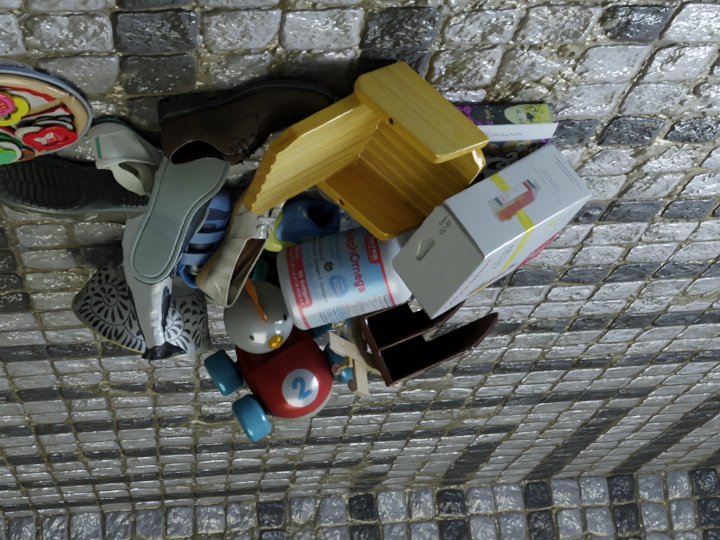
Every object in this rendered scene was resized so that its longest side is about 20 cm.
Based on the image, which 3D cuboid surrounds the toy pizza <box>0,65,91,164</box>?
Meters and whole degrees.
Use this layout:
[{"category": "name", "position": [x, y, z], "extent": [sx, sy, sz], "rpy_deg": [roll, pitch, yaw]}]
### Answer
[{"category": "toy pizza", "position": [-0.389, -0.158, 1.399], "extent": [0.197, 0.032, 0.201], "rpy_deg": [-5, 159, -2]}]

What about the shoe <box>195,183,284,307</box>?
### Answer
[{"category": "shoe", "position": [-0.139, -0.039, 1.643], "extent": [0.070, 0.053, 0.201], "rpy_deg": [-4, 135, -52]}]

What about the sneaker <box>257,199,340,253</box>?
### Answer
[{"category": "sneaker", "position": [-0.055, -0.038, 1.744], "extent": [0.104, 0.077, 0.199], "rpy_deg": [-17, 156, 26]}]

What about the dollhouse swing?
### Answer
[{"category": "dollhouse swing", "position": [0.002, -0.096, 1.428], "extent": [0.181, 0.176, 0.200], "rpy_deg": [41, 148, 3]}]

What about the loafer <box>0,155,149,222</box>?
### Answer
[{"category": "loafer", "position": [-0.341, -0.085, 1.543], "extent": [0.198, 0.076, 0.070], "rpy_deg": [6, 152, -29]}]

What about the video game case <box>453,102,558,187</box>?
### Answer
[{"category": "video game case", "position": [0.124, -0.126, 1.566], "extent": [0.179, 0.036, 0.201], "rpy_deg": [-3, 149, -14]}]

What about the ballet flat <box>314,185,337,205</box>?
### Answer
[{"category": "ballet flat", "position": [0.002, -0.105, 1.639], "extent": [0.067, 0.047, 0.199], "rpy_deg": [-23, 149, 27]}]

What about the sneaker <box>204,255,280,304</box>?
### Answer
[{"category": "sneaker", "position": [-0.132, 0.005, 1.837], "extent": [0.197, 0.085, 0.121], "rpy_deg": [-4, 169, -2]}]

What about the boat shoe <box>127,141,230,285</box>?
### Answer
[{"category": "boat shoe", "position": [-0.207, -0.079, 1.480], "extent": [0.075, 0.201, 0.060], "rpy_deg": [32, 175, -6]}]

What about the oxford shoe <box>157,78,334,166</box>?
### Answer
[{"category": "oxford shoe", "position": [-0.121, -0.153, 1.414], "extent": [0.197, 0.086, 0.073], "rpy_deg": [-12, 157, 12]}]

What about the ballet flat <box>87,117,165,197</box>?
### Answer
[{"category": "ballet flat", "position": [-0.244, -0.112, 1.512], "extent": [0.069, 0.070, 0.199], "rpy_deg": [-16, 157, 26]}]

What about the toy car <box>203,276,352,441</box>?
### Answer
[{"category": "toy car", "position": [-0.121, 0.090, 1.743], "extent": [0.183, 0.177, 0.201], "rpy_deg": [-31, 142, -9]}]

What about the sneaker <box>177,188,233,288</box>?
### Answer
[{"category": "sneaker", "position": [-0.203, -0.044, 1.679], "extent": [0.073, 0.083, 0.200], "rpy_deg": [1, 157, -11]}]

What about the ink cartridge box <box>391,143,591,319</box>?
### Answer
[{"category": "ink cartridge box", "position": [0.151, -0.045, 1.510], "extent": [0.199, 0.084, 0.145], "rpy_deg": [-28, 164, -37]}]

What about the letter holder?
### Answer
[{"category": "letter holder", "position": [0.100, 0.062, 1.774], "extent": [0.141, 0.102, 0.200], "rpy_deg": [-23, -175, 19]}]

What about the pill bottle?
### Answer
[{"category": "pill bottle", "position": [0.000, 0.000, 1.665], "extent": [0.197, 0.110, 0.109], "rpy_deg": [-16, 159, 5]}]

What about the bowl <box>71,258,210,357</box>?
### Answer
[{"category": "bowl", "position": [-0.286, 0.029, 1.784], "extent": [0.199, 0.201, 0.095], "rpy_deg": [9, 111, -34]}]

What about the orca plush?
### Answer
[{"category": "orca plush", "position": [-0.254, 0.010, 1.688], "extent": [0.104, 0.203, 0.071], "rpy_deg": [-16, -179, 34]}]

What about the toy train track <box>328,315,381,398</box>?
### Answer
[{"category": "toy train track", "position": [-0.016, 0.081, 1.740], "extent": [0.032, 0.202, 0.114], "rpy_deg": [-30, 138, 31]}]
